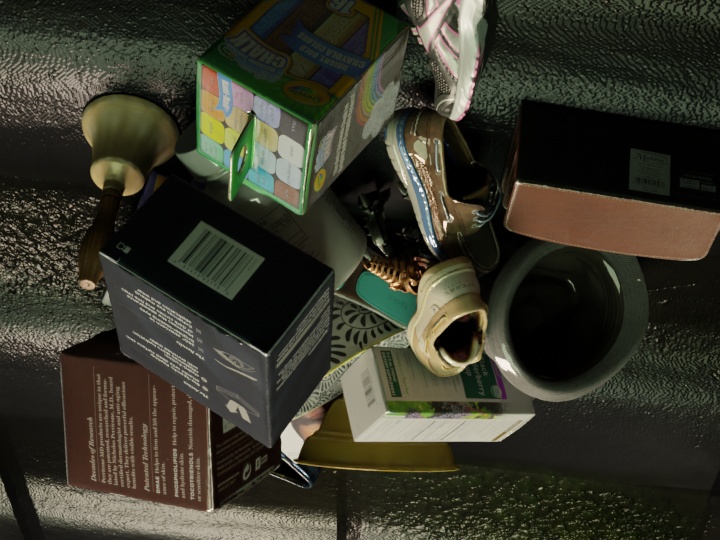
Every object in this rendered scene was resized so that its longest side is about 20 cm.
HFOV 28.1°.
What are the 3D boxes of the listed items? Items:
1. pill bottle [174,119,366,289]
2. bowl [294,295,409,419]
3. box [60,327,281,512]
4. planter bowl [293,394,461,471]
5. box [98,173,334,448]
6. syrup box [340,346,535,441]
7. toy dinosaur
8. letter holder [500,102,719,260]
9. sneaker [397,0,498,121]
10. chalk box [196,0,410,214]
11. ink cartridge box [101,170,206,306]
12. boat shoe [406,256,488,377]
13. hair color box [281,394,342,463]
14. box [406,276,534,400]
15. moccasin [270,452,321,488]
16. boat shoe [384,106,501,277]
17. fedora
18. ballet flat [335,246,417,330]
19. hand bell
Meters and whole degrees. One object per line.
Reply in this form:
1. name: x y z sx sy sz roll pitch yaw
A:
1. pill bottle: -0.092 -0.071 1.440 0.114 0.115 0.200 -21 120 32
2. bowl: -0.039 0.082 1.625 0.200 0.095 0.201 -32 168 -7
3. box: -0.213 0.159 1.651 0.198 0.166 0.166 5 105 25
4. planter bowl: 0.021 0.189 1.702 0.199 0.084 0.200 3 175 0
5. box: -0.136 0.042 1.411 0.196 0.118 0.201 31 151 15
6. syrup box: 0.086 0.137 1.577 0.199 0.079 0.081 4 149 -31
7. toy dinosaur: 0.060 -0.025 1.456 0.101 0.137 0.200 -16 180 8
8. letter holder: 0.239 -0.066 1.406 0.198 0.101 0.143 9 144 0
9. sneaker: 0.074 -0.227 1.269 0.086 0.081 0.201 15 135 11
10. chalk box: -0.065 -0.145 1.259 0.123 0.200 0.125 31 144 15
11. ink cartridge box: -0.188 -0.022 1.564 0.135 0.077 0.200 19 143 -12
12. boat shoe: 0.091 0.065 1.447 0.073 0.070 0.200 -18 151 -7
13. hair color box: -0.087 0.155 1.781 0.110 0.064 0.200 -17 136 28
14. box: 0.146 0.097 1.671 0.157 0.049 0.200 23 140 -18
15. moccasin: -0.141 0.229 1.879 0.198 0.069 0.081 16 142 -9
16. boat shoe: 0.094 -0.070 1.388 0.072 0.072 0.200 0 136 40
17. fedora: 0.199 0.043 1.524 0.090 0.199 0.178 3 121 61
18. ballet flat: 0.000 0.000 1.551 0.199 0.069 0.070 31 145 15
19. hand bell: -0.248 -0.066 1.421 0.103 0.201 0.104 6 143 5
